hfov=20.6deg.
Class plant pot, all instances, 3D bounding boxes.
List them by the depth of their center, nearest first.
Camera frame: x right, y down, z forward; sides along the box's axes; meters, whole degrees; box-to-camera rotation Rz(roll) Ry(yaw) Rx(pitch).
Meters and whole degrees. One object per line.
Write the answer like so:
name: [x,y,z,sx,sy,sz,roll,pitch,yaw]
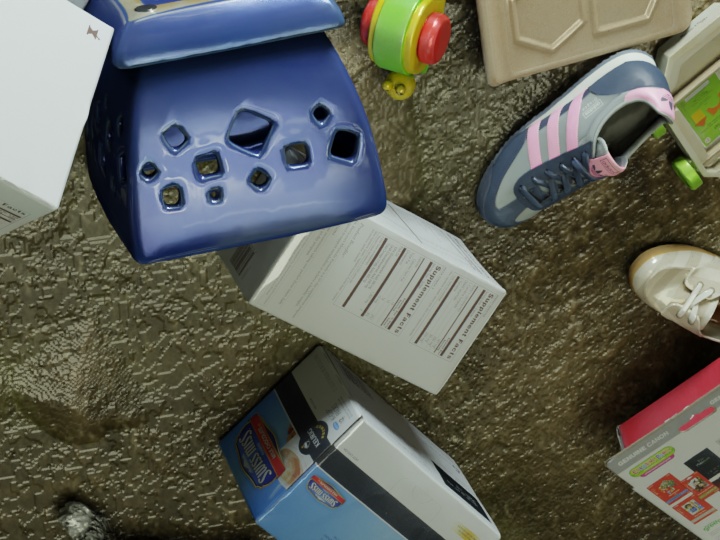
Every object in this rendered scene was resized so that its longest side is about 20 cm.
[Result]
plant pot: [-0.106,-0.136,1.491,0.199,0.200,0.180,-12,114,-13]

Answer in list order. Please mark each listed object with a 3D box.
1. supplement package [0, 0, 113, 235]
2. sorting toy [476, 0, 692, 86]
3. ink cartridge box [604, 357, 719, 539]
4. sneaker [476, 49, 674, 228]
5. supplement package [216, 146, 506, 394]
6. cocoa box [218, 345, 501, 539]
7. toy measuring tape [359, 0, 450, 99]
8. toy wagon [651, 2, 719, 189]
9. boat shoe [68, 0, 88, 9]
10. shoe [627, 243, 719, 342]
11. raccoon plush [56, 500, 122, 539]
supplement package: [-0.303,-0.115,1.396,0.150,0.200,0.152,30,60,-30]
sorting toy: [0.178,-0.261,1.623,0.199,0.036,0.186,-19,121,-15]
ink cartridge box: [0.344,0.140,1.826,0.200,0.084,0.175,-38,125,25]
sneaker: [0.180,-0.097,1.669,0.070,0.082,0.200,31,113,-36]
supplement package: [0.000,0.000,1.644,0.200,0.114,0.110,28,103,-29]
cocoa box: [-0.002,0.192,1.732,0.131,0.133,0.200,-44,122,6]
toy measuring tape: [0.040,-0.225,1.563,0.073,0.074,0.201,-2,119,-19]
toy wagon: [0.334,-0.139,1.738,0.155,0.040,0.200,-39,123,3]
boat shoe: [-0.213,-0.247,1.463,0.062,0.072,0.200,25,108,-28]
shoe: [0.333,0.030,1.816,0.199,0.053,0.070,20,108,-28]
raccoon plush: [-0.154,0.253,1.740,0.134,0.097,0.200,-37,123,-7]
